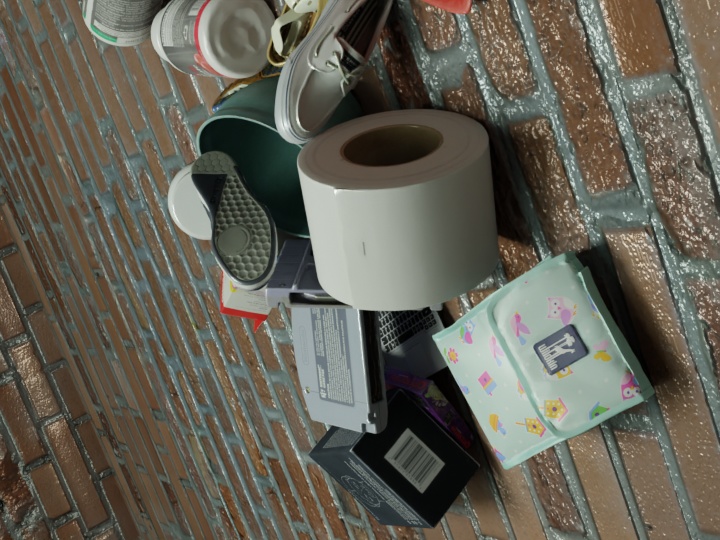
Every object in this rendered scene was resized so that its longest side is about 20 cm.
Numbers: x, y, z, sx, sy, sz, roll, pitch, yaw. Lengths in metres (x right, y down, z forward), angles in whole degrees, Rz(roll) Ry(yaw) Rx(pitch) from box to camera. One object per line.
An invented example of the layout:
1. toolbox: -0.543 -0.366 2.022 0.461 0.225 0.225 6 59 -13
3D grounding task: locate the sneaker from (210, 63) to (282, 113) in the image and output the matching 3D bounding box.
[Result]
1. sneaker: -0.114 -0.221 1.486 0.088 0.075 0.199 46 154 -22

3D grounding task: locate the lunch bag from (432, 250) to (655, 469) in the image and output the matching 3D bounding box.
1. lunch bag: 0.190 0.089 1.146 0.171 0.121 0.200 62 144 9

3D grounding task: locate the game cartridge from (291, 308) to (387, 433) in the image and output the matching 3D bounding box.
1. game cartridge: -0.029 0.093 1.384 0.133 0.041 0.202 8 107 50

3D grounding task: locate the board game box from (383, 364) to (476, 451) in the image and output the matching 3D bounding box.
1. board game box: 0.054 0.170 1.491 0.199 0.032 0.120 13 143 54

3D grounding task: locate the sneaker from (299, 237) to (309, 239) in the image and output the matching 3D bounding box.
1. sneaker: -0.085 0.012 1.619 0.201 0.072 0.115 61 158 29

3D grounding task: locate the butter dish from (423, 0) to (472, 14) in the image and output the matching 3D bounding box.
1. butter dish: 0.004 -0.346 1.073 0.199 0.147 0.201 38 143 41

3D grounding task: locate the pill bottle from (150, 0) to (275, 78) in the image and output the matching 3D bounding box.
1. pill bottle: -0.203 -0.315 1.496 0.199 0.110 0.112 18 128 55

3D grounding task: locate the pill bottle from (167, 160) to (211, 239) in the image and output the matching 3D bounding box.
1. pill bottle: -0.221 -0.104 1.627 0.200 0.112 0.114 -126 15 -80

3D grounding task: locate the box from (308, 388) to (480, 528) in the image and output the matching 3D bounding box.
1. box: 0.040 0.251 1.486 0.148 0.107 0.200 44 159 -7

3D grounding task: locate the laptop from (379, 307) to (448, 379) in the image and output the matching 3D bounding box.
1. laptop: 0.006 0.063 1.440 0.201 0.115 0.187 66 154 9

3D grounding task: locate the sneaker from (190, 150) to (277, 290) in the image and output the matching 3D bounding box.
1. sneaker: -0.129 -0.025 1.302 0.147 0.076 0.203 73 175 -50

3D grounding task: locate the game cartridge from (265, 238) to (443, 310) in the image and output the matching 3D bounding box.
1. game cartridge: 0.000 0.000 1.285 0.130 0.198 0.039 -77 -15 -57

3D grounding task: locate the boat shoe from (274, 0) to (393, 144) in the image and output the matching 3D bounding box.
1. boat shoe: -0.028 -0.229 1.199 0.073 0.201 0.067 30 166 -38

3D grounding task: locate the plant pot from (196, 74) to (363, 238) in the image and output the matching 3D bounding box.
1. plant pot: -0.076 -0.155 1.341 0.199 0.135 0.201 23 150 15

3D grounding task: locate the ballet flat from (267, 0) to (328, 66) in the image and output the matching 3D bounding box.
1. ballet flat: -0.066 -0.305 1.318 0.069 0.063 0.200 56 151 18

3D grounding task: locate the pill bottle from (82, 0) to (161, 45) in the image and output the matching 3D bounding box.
1. pill bottle: -0.335 -0.424 1.615 0.114 0.113 0.200 57 152 12

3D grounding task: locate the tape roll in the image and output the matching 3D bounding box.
1. tape roll: 0.042 -0.069 1.182 0.202 0.202 0.140 28 135 48

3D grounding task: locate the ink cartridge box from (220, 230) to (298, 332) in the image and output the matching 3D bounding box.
1. ink cartridge box: -0.141 -0.014 1.502 0.200 0.067 0.117 123 151 -52
